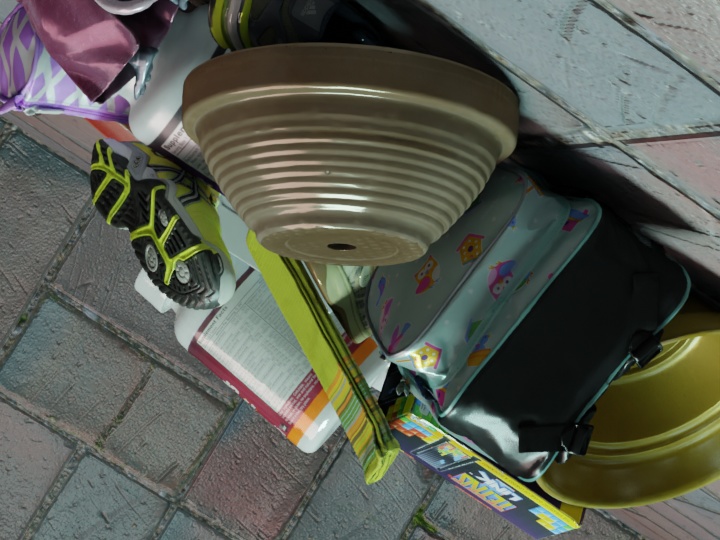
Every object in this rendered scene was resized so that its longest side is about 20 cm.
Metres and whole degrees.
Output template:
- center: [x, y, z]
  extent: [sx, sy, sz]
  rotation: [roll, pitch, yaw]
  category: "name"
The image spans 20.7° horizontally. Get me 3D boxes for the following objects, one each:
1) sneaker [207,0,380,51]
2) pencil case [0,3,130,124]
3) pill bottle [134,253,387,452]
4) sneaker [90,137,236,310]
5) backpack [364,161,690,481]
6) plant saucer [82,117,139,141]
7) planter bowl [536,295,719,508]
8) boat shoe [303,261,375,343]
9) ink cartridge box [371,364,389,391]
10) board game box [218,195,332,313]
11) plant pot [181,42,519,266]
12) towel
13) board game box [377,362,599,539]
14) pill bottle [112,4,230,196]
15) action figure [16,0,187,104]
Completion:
- center: [-0.023, -0.124, 1.196]
  extent: [0.080, 0.074, 0.200]
  rotation: [24, 173, 26]
  category: "sneaker"
- center: [-0.177, -0.142, 1.467]
  extent: [0.198, 0.086, 0.084]
  rotation: [7, 156, -32]
  category: "pencil case"
- center: [-0.081, 0.045, 1.604]
  extent: [0.200, 0.110, 0.110]
  rotation: [40, 175, 5]
  category: "pill bottle"
- center: [-0.128, -0.043, 1.415]
  extent: [0.076, 0.076, 0.200]
  rotation: [-7, -145, -28]
  category: "sneaker"
- center: [0.092, 0.020, 1.260]
  extent: [0.153, 0.177, 0.200]
  rotation: [35, -177, -11]
  category: "backpack"
- center: [-0.183, -0.115, 1.714]
  extent: [0.199, 0.037, 0.200]
  rotation: [31, 173, 48]
  category: "plant saucer"
- center: [0.201, 0.074, 1.361]
  extent: [0.200, 0.199, 0.084]
  rotation: [38, -154, -47]
  category: "planter bowl"
- center: [0.000, 0.000, 1.393]
  extent: [0.074, 0.062, 0.200]
  rotation: [60, 180, 12]
  category: "boat shoe"
- center: [0.114, 0.075, 1.673]
  extent: [0.199, 0.085, 0.145]
  rotation: [5, -166, -41]
  category: "ink cartridge box"
- center: [-0.042, -0.043, 1.605]
  extent: [0.147, 0.065, 0.200]
  rotation: [33, -164, 9]
  category: "board game box"
- center: [-0.008, -0.058, 1.152]
  extent: [0.198, 0.094, 0.201]
  rotation: [4, 169, 1]
  category: "plant pot"
- center: [-0.031, 0.052, 1.370]
  extent: [0.201, 0.018, 0.086]
  rotation: [62, 162, 14]
  category: "towel"
- center: [0.108, 0.066, 1.431]
  extent: [0.165, 0.201, 0.057]
  rotation: [36, 145, -23]
  category: "board game box"
- center: [-0.095, -0.117, 1.399]
  extent: [0.199, 0.112, 0.111]
  rotation: [34, 174, -13]
  category: "pill bottle"
- center: [-0.214, -0.195, 1.280]
  extent: [0.199, 0.135, 0.149]
  rotation: [32, 169, 1]
  category: "action figure"
